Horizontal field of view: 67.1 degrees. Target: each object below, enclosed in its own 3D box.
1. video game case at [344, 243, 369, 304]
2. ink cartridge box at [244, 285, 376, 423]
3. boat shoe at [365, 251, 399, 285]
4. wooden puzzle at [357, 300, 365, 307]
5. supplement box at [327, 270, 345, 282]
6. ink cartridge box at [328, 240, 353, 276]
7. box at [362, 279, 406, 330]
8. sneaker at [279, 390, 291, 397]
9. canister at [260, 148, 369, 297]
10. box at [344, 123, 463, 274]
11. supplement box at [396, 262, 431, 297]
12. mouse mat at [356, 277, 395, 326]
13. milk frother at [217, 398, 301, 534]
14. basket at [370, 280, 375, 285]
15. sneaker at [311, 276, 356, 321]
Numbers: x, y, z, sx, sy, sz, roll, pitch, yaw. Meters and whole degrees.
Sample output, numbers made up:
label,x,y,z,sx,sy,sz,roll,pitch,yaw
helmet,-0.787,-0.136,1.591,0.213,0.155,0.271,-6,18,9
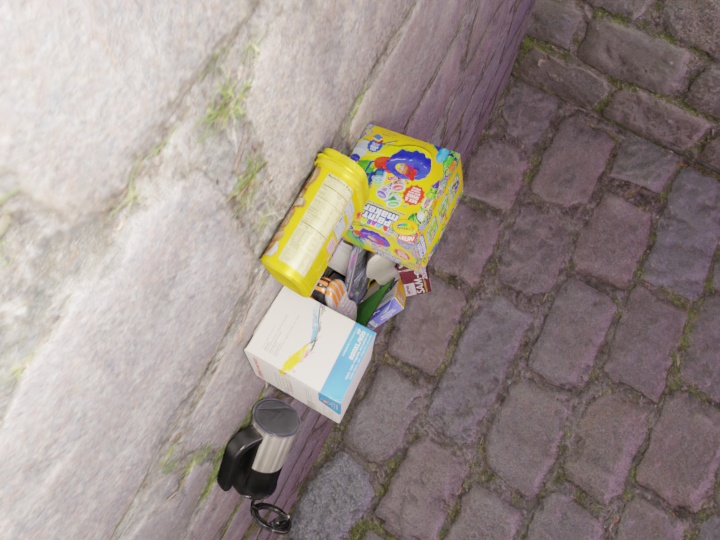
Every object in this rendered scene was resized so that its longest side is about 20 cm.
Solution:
label,x,y,z,sx,sy,sz,roll,pitch,yaw
video game case,0.000,0.000,1.175,0.143,0.019,0.205,-48,157,-55
ink cartridge box,-0.090,0.155,1.007,0.147,0.195,0.148,-59,170,-25
boat shoe,0.045,-0.021,1.154,0.072,0.062,0.200,-25,163,9
wooden puzzle,-0.032,0.138,1.529,0.197,0.038,0.185,-36,169,1
supplement box,-0.080,0.102,1.254,0.200,0.084,0.113,-49,162,-54
ink cartridge box,0.000,-0.099,1.212,0.205,0.065,0.116,-67,169,18
box,0.058,0.069,1.302,0.118,0.042,0.202,-36,-162,25
sneaker,-0.135,0.213,1.309,0.201,0.066,0.111,-48,161,-69
canister,-0.070,-0.070,0.871,0.204,0.085,0.149,-60,170,-11
box,0.065,-0.135,1.015,0.196,0.196,0.123,-61,156,-16
supplement box,0.096,-0.065,1.108,0.110,0.059,0.206,65,16,-60
mouse mat,0.001,0.105,1.221,0.162,0.007,0.200,-56,-174,-33
milk frother,-0.192,0.430,1.185,0.180,0.196,0.193,-32,148,-63
basket,0.064,0.016,1.632,0.199,0.174,0.141,16,63,-73
sneaker,-0.074,0.069,1.097,0.079,0.109,0.203,-58,152,-31
